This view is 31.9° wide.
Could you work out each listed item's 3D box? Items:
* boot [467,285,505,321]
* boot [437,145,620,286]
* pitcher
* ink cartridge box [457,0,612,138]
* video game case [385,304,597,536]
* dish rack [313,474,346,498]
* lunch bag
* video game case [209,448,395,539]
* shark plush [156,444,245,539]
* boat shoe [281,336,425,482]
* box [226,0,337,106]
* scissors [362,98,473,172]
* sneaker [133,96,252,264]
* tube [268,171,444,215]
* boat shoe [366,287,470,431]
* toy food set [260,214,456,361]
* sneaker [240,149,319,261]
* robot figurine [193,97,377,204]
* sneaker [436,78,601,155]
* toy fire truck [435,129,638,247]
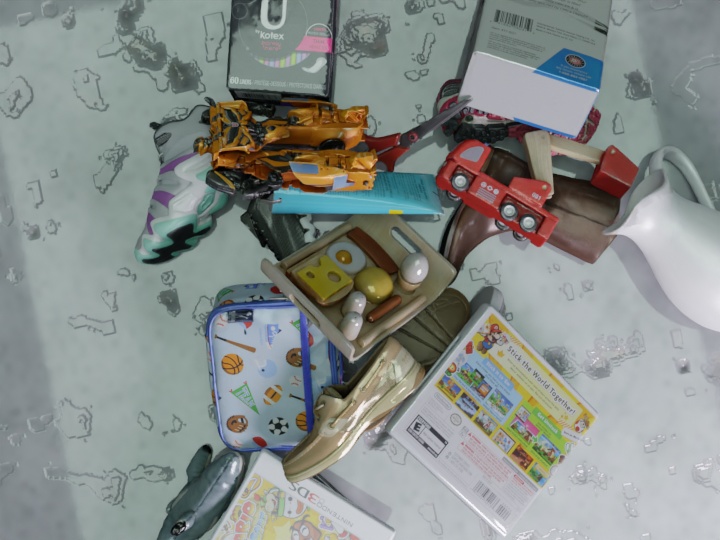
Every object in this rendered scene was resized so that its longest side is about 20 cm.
[{"bbox_3d":[0.141,0.126,1.481,0.095,0.074,0.202,28,89,-16],"label":"boot"},{"bbox_3d":[0.201,-0.037,1.482,0.197,0.064,0.189,20,90,-3],"label":"boot"},{"bbox_3d":[0.394,-0.039,1.459,0.199,0.121,0.172,40,55,-6],"label":"pitcher"},{"bbox_3d":[0.201,-0.265,1.424,0.144,0.085,0.202,17,52,0],"label":"ink cartridge box"},{"bbox_3d":[0.152,0.172,1.433,0.200,0.023,0.183,43,81,-19],"label":"video game case"},{"bbox_3d":[-0.077,0.352,1.478,0.153,0.055,0.200,41,91,2],"label":"dish rack"},{"bbox_3d":[-0.092,0.108,1.440,0.158,0.076,0.203,-1,114,3],"label":"lunch bag"},{"bbox_3d":[-0.085,0.337,1.440,0.181,0.023,0.202,31,92,1],"label":"video game case"},{"bbox_3d":[-0.208,0.283,1.462,0.199,0.083,0.091,-39,90,-1],"label":"shark plush"},{"bbox_3d":[-0.020,0.153,1.396,0.200,0.071,0.065,-42,101,8],"label":"boat shoe"},{"bbox_3d":[-0.087,-0.297,1.459,0.120,0.106,0.203,3,89,-1],"label":"box"},{"bbox_3d":[0.056,-0.145,1.446,0.198,0.014,0.074,-13,115,32],"label":"scissors"},{"bbox_3d":[-0.219,-0.115,1.480,0.200,0.078,0.140,-45,68,14],"label":"sneaker"},{"bbox_3d":[-0.005,-0.090,1.434,0.197,0.051,0.078,0,45,-10],"label":"tube"},{"bbox_3d":[0.052,0.103,1.476,0.072,0.065,0.201,39,86,5],"label":"boat shoe"},{"bbox_3d":[0.000,0.000,1.397,0.143,0.199,0.061,43,134,14],"label":"toy food set"},{"bbox_3d":[-0.093,-0.047,1.479,0.089,0.066,0.203,-10,86,3],"label":"sneaker"},{"bbox_3d":[-0.085,-0.140,1.387,0.197,0.059,0.146,1,51,-14],"label":"robot figurine"},{"bbox_3d":[0.187,-0.192,1.479,0.197,0.075,0.081,7,127,-11],"label":"sneaker"},{"bbox_3d":[0.200,-0.108,1.439,0.198,0.049,0.142,31,77,4],"label":"toy fire truck"}]
